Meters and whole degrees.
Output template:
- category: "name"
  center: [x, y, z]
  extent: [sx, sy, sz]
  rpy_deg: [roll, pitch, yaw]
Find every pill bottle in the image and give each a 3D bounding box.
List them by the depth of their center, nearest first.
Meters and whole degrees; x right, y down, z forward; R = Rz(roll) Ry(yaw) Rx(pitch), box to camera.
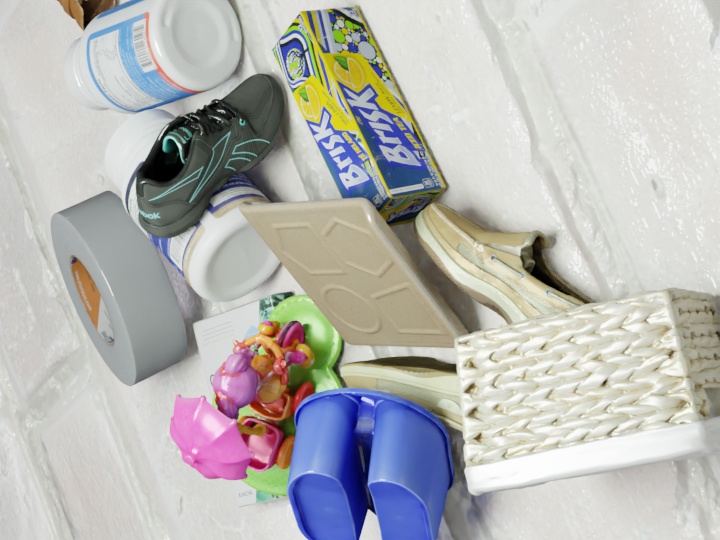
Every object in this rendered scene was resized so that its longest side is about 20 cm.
- category: "pill bottle"
  center: [-0.171, -0.070, 1.747]
  extent: [0.200, 0.115, 0.117]
  rpy_deg: [46, 130, 34]
- category: "pill bottle"
  center: [-0.220, -0.223, 1.775]
  extent: [0.199, 0.111, 0.114]
  rpy_deg: [-8, 92, 50]

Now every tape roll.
- category: "tape roll"
  center: [-0.260, 0.019, 1.856]
  extent: [0.201, 0.066, 0.202]
  rpy_deg: [50, 154, 35]

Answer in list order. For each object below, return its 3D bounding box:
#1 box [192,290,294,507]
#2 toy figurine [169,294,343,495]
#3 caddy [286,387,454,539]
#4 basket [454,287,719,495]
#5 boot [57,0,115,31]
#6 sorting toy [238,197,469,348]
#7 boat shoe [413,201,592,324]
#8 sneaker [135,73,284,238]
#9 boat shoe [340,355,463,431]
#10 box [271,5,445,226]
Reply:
- category: "box"
  center: [-0.099, 0.134, 1.768]
  extent: [0.144, 0.036, 0.202]
  rpy_deg: [-20, 84, 49]
- category: "toy figurine"
  center: [-0.102, 0.123, 1.621]
  extent: [0.149, 0.184, 0.202]
  rpy_deg: [21, 98, 19]
- category: "caddy"
  center: [0.010, 0.176, 1.545]
  extent: [0.140, 0.106, 0.201]
  rpy_deg: [6, 146, 12]
- category: "basket"
  center: [0.183, 0.092, 1.316]
  extent: [0.198, 0.135, 0.125]
  rpy_deg: [-13, 81, 27]
- category: "boot"
  center: [-0.303, -0.372, 1.874]
  extent: [0.155, 0.073, 0.201]
  rpy_deg: [55, 146, 28]
- category: "sorting toy"
  center: [0.000, 0.000, 1.562]
  extent: [0.199, 0.037, 0.186]
  rpy_deg: [5, 140, 51]
- category: "boat shoe"
  center: [0.130, -0.004, 1.455]
  extent: [0.200, 0.071, 0.077]
  rpy_deg: [42, 116, 24]
- category: "sneaker"
  center: [-0.143, -0.121, 1.654]
  extent: [0.075, 0.201, 0.080]
  rpy_deg: [25, 155, 29]
- category: "boat shoe"
  center: [0.059, 0.114, 1.554]
  extent: [0.199, 0.073, 0.064]
  rpy_deg: [4, 97, 42]
- category: "box"
  center: [-0.003, -0.139, 1.569]
  extent: [0.064, 0.069, 0.202]
  rpy_deg: [-46, 63, 47]
